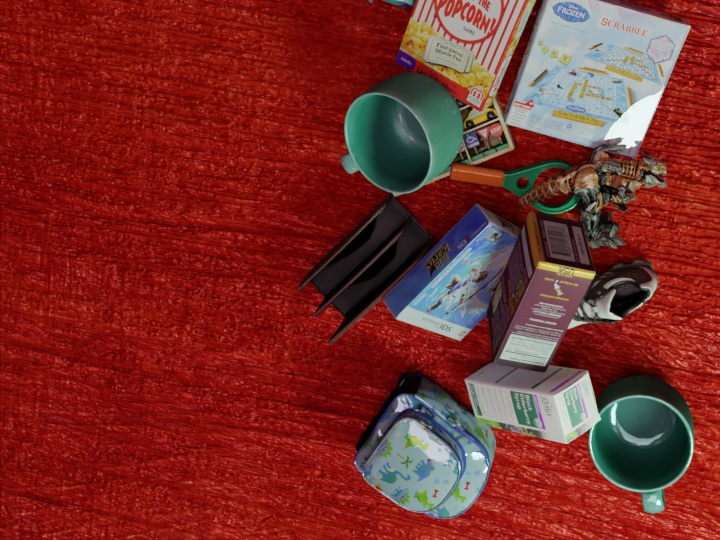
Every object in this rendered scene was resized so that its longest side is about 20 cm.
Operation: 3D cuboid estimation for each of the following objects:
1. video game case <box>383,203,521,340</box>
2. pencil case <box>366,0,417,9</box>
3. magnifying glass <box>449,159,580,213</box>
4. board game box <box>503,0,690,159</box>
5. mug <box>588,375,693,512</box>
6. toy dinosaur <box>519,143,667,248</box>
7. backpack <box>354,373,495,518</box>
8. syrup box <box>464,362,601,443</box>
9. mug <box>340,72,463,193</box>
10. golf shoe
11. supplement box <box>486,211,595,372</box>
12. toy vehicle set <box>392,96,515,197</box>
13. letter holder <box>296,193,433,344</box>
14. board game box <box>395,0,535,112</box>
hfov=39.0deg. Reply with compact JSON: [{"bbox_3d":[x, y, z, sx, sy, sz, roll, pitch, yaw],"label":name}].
[{"bbox_3d":[0.159,0.009,1.495,0.200,0.180,0.046,-46,55,19],"label":"video game case"},{"bbox_3d":[0.059,-0.470,1.409,0.092,0.085,0.202,24,112,26],"label":"pencil case"},{"bbox_3d":[0.231,-0.132,1.499,0.197,0.022,0.081,8,116,-2],"label":"magnifying glass"},{"bbox_3d":[0.323,-0.275,1.405,0.197,0.041,0.201,15,119,-5],"label":"board game box"},{"bbox_3d":[0.419,0.252,1.536,0.151,0.114,0.187,22,111,9],"label":"mug"},{"bbox_3d":[0.336,-0.111,1.456,0.198,0.102,0.137,1,111,33],"label":"toy dinosaur"},{"bbox_3d":[0.106,0.295,1.612,0.199,0.147,0.184,32,114,-2],"label":"backpack"},{"bbox_3d":[0.255,0.192,1.523,0.199,0.081,0.080,3,115,57],"label":"syrup box"},{"bbox_3d":[0.057,-0.204,1.443,0.184,0.114,0.154,19,130,34],"label":"mug"},{"bbox_3d":[0.343,0.045,1.508,0.198,0.095,0.078,-27,102,21],"label":"golf shoe"},{"bbox_3d":[0.251,0.034,1.439,0.085,0.111,0.201,10,131,-8],"label":"supplement box"},{"bbox_3d":[0.117,-0.204,1.513,0.198,0.027,0.125,-21,102,18],"label":"toy vehicle set"},{"bbox_3d":[0.000,0.000,1.542,0.101,0.142,0.200,45,111,-5],"label":"letter holder"},{"bbox_3d":[0.148,-0.346,1.401,0.151,0.046,0.201,32,126,16],"label":"board game box"}]
